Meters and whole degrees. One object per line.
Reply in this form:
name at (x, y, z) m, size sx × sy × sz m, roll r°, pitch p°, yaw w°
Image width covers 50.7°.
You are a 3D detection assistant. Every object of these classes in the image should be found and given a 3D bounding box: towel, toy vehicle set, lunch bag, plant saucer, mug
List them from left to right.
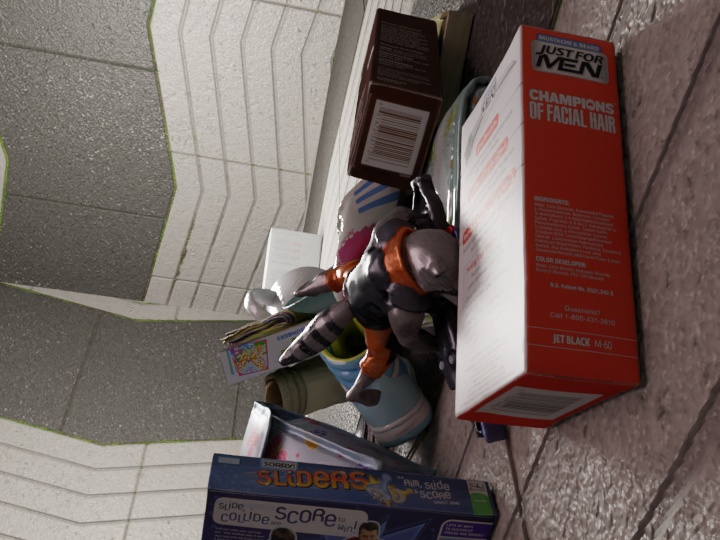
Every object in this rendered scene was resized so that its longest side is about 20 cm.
mug at (-0.103, 0.084, 1.283) m, size 0.149 × 0.198 × 0.176 m, roll -61°, pitch 20°, yaw 15°
lunch bag at (-0.055, 0.226, 0.692) m, size 0.199 × 0.127 × 0.172 m, roll 14°, pitch 83°, yaw 42°
towel at (-0.072, 0.058, 1.009) m, size 0.143 × 0.199 × 0.023 m, roll -24°, pitch 85°, yaw 41°
plant saucer at (0.000, 0.000, 0.891) m, size 0.039 × 0.200 × 0.201 m, roll 55°, pitch 174°, yaw -6°
toy vehicle set at (0.080, -0.181, 0.857) m, size 0.124 × 0.026 × 0.203 m, roll -115°, pitch 34°, yaw -75°
towel at (0.078, -0.048, 0.671) m, size 0.171 × 0.047 × 0.203 m, roll 151°, pitch 127°, yaw -79°

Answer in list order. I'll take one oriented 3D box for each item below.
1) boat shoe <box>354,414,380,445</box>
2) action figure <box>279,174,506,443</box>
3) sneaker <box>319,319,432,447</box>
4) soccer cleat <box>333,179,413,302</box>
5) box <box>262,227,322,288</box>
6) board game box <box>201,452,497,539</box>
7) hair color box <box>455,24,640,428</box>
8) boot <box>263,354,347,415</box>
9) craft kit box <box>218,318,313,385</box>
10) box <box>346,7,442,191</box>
boat shoe at (-0.008, 0.246, 0.936) m, size 0.075 × 0.061 × 0.203 m, roll -109°, pitch 30°, yaw -76°
action figure at (0.024, 0.042, 0.556) m, size 0.194 × 0.103 × 0.202 m, roll -48°, pitch 54°, yaw 50°
sneaker at (0.002, 0.083, 0.774) m, size 0.131 × 0.079 × 0.200 m, roll 59°, pitch 172°, yaw -15°
soccer cleat at (0.006, -0.036, 0.756) m, size 0.201 × 0.085 × 0.070 m, roll -60°, pitch -41°, yaw -38°
box at (-0.197, -0.002, 2.163) m, size 0.106 × 0.150 × 0.203 m, roll 131°, pitch 147°, yaw -73°
board game box at (-0.016, 0.203, 0.546) m, size 0.035 × 0.197 × 0.137 m, roll -97°, pitch 18°, yaw -61°
hair color box at (0.101, -0.022, 0.438) m, size 0.111 × 0.063 × 0.203 m, roll 117°, pitch 158°, yaw -66°
boot at (-0.050, 0.148, 0.977) m, size 0.074 × 0.154 × 0.200 m, roll 67°, pitch 162°, yaw 11°
craft kit box at (-0.064, 0.085, 0.942) m, size 0.200 × 0.195 × 0.049 m, roll 103°, pitch 145°, yaw -86°
box at (0.035, -0.179, 0.768) m, size 0.201 × 0.074 × 0.101 m, roll -83°, pitch 7°, yaw -54°
